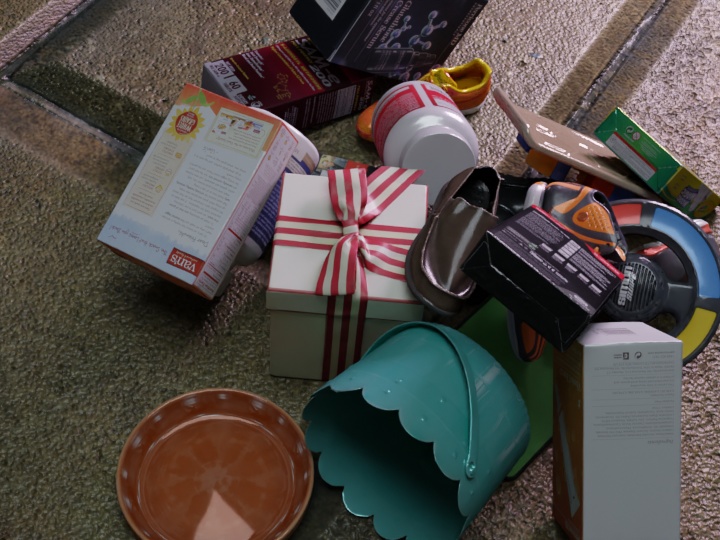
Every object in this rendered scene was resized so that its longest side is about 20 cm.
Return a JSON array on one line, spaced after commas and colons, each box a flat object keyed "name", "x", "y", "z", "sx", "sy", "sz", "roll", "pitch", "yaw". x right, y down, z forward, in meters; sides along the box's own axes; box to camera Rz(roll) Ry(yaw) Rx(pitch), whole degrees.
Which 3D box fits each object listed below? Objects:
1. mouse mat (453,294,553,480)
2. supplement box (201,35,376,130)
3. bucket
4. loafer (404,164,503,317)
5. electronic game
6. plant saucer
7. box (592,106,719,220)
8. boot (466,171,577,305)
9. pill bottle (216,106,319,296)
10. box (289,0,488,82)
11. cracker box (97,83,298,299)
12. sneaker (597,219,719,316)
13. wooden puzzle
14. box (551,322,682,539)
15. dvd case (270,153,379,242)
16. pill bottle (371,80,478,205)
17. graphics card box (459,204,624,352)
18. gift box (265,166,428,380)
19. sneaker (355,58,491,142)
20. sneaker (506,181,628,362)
[{"name": "mouse mat", "x": 0.167, "y": 0.111, "z": 1.309, "sx": 0.200, "sy": 0.008, "sz": 0.161, "roll": -39, "pitch": 83, "yaw": -30}, {"name": "supplement box", "x": -0.092, "y": -0.236, "z": 1.543, "sx": 0.199, "sy": 0.061, "sz": 0.109, "roll": -21, "pitch": 56, "yaw": -29}, {"name": "bucket", "x": 0.058, "y": 0.158, "z": 1.181, "sx": 0.207, "sy": 0.208, "sz": 0.135, "roll": 35, "pitch": 53, "yaw": 21}, {"name": "loafer", "x": 0.098, "y": -0.040, "z": 1.217, "sx": 0.073, "sy": 0.071, "sz": 0.201, "roll": 26, "pitch": 47, "yaw": -11}, {"name": "electronic game", "x": 0.298, "y": 0.020, "z": 1.320, "sx": 0.199, "sy": 0.042, "sz": 0.201, "roll": -2, "pitch": 81, "yaw": 14}, {"name": "plant saucer", "x": -0.147, "y": 0.212, "z": 1.225, "sx": 0.199, "sy": 0.032, "sz": 0.201, "roll": 2, "pitch": 52, "yaw": -3}, {"name": "box", "x": 0.364, "y": -0.122, "z": 1.453, "sx": 0.048, "sy": 0.200, "sz": 0.117, "roll": -49, "pitch": 59, "yaw": 16}, {"name": "boot", "x": 0.180, "y": -0.034, "z": 1.413, "sx": 0.197, "sy": 0.074, "sz": 0.163, "roll": 12, "pitch": 55, "yaw": 4}, {"name": "pill bottle", "x": -0.142, "y": -0.077, "z": 1.374, "sx": 0.111, "sy": 0.111, "sz": 0.201, "roll": 27, "pitch": 77, "yaw": 17}, {"name": "box", "x": 0.038, "y": -0.337, "z": 1.535, "sx": 0.199, "sy": 0.149, "sz": 0.107, "roll": 3, "pitch": 41, "yaw": -49}, {"name": "cracker box", "x": -0.173, "y": -0.086, "z": 1.292, "sx": 0.133, "sy": 0.058, "sz": 0.201, "roll": 24, "pitch": 79, "yaw": 24}, {"name": "sneaker", "x": 0.342, "y": 0.013, "z": 1.389, "sx": 0.199, "sy": 0.077, "sz": 0.082, "roll": -28, "pitch": 74, "yaw": -15}, {"name": "wooden puzzle", "x": 0.251, "y": -0.136, "z": 1.442, "sx": 0.199, "sy": 0.046, "sz": 0.185, "roll": 26, "pitch": 19, "yaw": -16}, {"name": "box", "x": 0.247, "y": 0.159, "z": 1.172, "sx": 0.097, "sy": 0.124, "sz": 0.201, "roll": -1, "pitch": 96, "yaw": -4}, {"name": "dvd case", "x": -0.067, "y": -0.087, "z": 1.469, "sx": 0.199, "sy": 0.022, "sz": 0.147, "roll": 14, "pitch": 53, "yaw": 6}, {"name": "pill bottle", "x": 0.077, "y": -0.148, "z": 1.419, "sx": 0.111, "sy": 0.113, "sz": 0.200, "roll": -2, "pitch": 22, "yaw": -5}, {"name": "graphics card box", "x": 0.181, "y": 0.002, "z": 1.166, "sx": 0.125, "sy": 0.051, "sz": 0.200, "roll": 40, "pitch": 20, "yaw": 9}, {"name": "gift box", "x": 0.000, "y": 0.000, "z": 1.301, "sx": 0.199, "sy": 0.187, "sz": 0.185, "roll": 0, "pitch": 53, "yaw": -3}, {"name": "sneaker", "x": 0.079, "y": -0.224, "z": 1.550, "sx": 0.199, "sy": 0.077, "sz": 0.073, "roll": -27, "pitch": 60, "yaw": -21}, {"name": "sneaker", "x": 0.223, "y": 0.002, "z": 1.288, "sx": 0.111, "sy": 0.078, "sz": 0.201, "roll": 6, "pitch": 83, "yaw": 24}]
